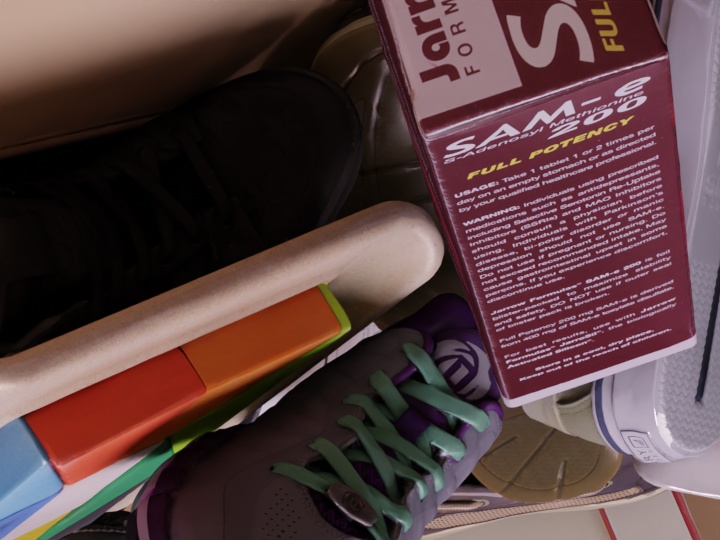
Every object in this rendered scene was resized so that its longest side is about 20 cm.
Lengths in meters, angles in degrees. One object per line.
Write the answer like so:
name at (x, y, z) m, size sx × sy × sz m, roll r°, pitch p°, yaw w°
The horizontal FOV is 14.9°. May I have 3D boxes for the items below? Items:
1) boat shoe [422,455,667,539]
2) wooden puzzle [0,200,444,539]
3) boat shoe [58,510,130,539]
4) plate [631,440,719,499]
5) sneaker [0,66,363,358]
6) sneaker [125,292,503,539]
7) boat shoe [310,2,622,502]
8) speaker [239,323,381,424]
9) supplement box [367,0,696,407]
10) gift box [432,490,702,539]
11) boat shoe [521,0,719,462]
boat shoe at (0.076, 0.055, 1.007) m, size 0.200 × 0.075 × 0.073 m, roll -19°, pitch 176°, yaw -15°
wooden puzzle at (-0.089, 0.053, 0.761) m, size 0.185 × 0.037 × 0.200 m, roll -38°, pitch 167°, yaw 38°
boat shoe at (-0.086, 0.117, 0.953) m, size 0.073 × 0.065 × 0.200 m, roll -45°, pitch 157°, yaw 1°
plate at (0.187, 0.028, 0.980) m, size 0.200 × 0.200 × 0.032 m, roll -91°, pitch -168°, yaw -62°
sneaker at (-0.087, 0.001, 0.769) m, size 0.200 × 0.060 × 0.104 m, roll -33°, pitch 171°, yaw -2°
sneaker at (-0.003, 0.051, 0.772) m, size 0.088 × 0.074 × 0.200 m, roll -46°, pitch -177°, yaw 17°
boat shoe at (0.033, -0.011, 0.892) m, size 0.072 × 0.201 × 0.066 m, roll -17°, pitch -144°, yaw 13°
speaker at (0.000, 0.000, 0.963) m, size 0.200 × 0.081 × 0.081 m, roll -23°, pitch 163°, yaw -49°
supplement box at (0.039, -0.050, 0.699) m, size 0.061 × 0.109 × 0.200 m, roll -19°, pitch 159°, yaw 2°
gift box at (0.029, 0.076, 1.123) m, size 0.187 × 0.200 × 0.185 m, roll -15°, pitch 167°, yaw -17°
boat shoe at (0.090, -0.044, 0.822) m, size 0.072 × 0.062 × 0.200 m, roll 25°, pitch 76°, yaw -53°
